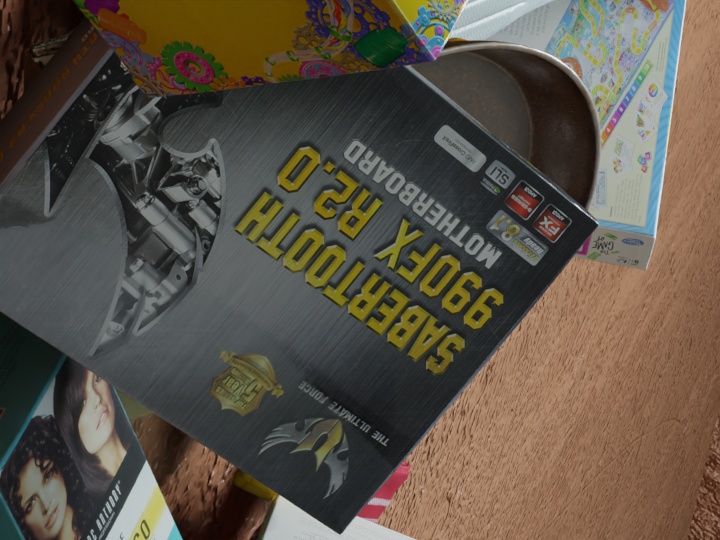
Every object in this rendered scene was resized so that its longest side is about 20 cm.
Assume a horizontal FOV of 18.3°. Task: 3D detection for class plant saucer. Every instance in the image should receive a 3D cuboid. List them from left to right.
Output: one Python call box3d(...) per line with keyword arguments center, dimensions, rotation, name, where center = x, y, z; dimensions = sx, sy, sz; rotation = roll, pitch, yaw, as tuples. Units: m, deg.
box3d(center=(0.011, -0.017, 0.929), dimensions=(0.200, 0.034, 0.201), rotation=(-25, 140, -23), name="plant saucer")

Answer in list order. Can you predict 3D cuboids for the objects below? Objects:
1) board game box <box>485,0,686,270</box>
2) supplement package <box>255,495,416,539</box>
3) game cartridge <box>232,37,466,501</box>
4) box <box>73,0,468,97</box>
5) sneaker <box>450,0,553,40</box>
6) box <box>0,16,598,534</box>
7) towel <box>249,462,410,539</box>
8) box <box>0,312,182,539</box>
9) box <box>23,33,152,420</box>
box3d(center=(0.110, -0.102, 1.273), dimensions=(0.034, 0.134, 0.200), rotation=(95, 6, -57), name="board game box")
box3d(center=(-0.019, 0.200, 1.052), dimensions=(0.200, 0.109, 0.114), rotation=(-70, -178, -76), name="supplement package")
box3d(center=(0.000, 0.000, 1.124), dimensions=(0.176, 0.032, 0.200), rotation=(-58, -174, 40), name="game cartridge")
box3d(center=(-0.036, -0.193, 0.669), dimensions=(0.200, 0.122, 0.193), rotation=(52, 51, -35), name="box")
box3d(center=(0.061, -0.173, 1.242), dimensions=(0.200, 0.071, 0.073), rotation=(-20, 133, -43), name="sneaker")
box3d(center=(-0.034, -0.017, 0.822), dimensions=(0.158, 0.200, 0.048), rotation=(-50, -151, 5), name="box")
box3d(center=(-0.050, 0.178, 1.222), dimensions=(0.200, 0.022, 0.145), rotation=(-56, 160, 3), name="towel")
box3d(center=(-0.117, 0.113, 0.900), dimensions=(0.200, 0.049, 0.082), rotation=(72, 33, -43), name="box")
box3d(center=(-0.060, -0.025, 0.906), dimensions=(0.163, 0.021, 0.200), rotation=(-19, 138, -28), name="box")
